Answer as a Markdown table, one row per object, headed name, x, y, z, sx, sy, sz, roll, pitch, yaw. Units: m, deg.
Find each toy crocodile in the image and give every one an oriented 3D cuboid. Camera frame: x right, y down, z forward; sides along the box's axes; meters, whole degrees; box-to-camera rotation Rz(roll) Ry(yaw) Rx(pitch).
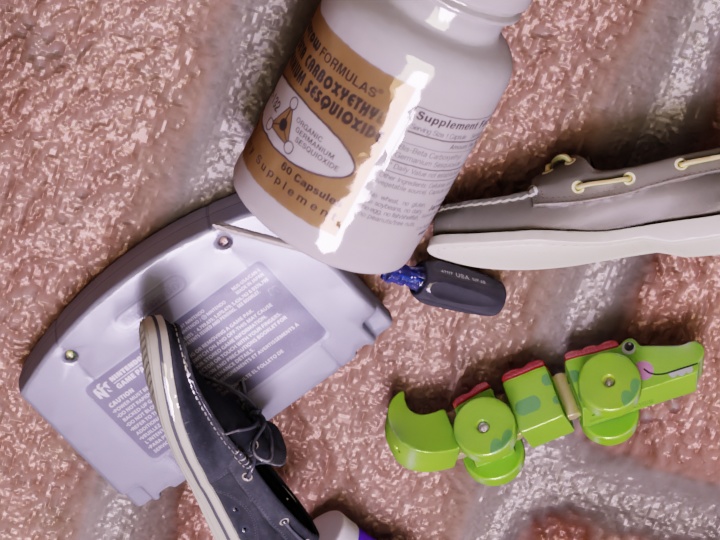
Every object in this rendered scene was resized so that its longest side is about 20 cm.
| name | x | y | z | sx | sy | sz | roll | pitch | yaw |
| --- | --- | --- | --- | --- | --- | --- | --- | --- | --- |
| toy crocodile | 0.113 | 0.080 | 1.799 | 0.200 | 0.062 | 0.068 | -19 | 158 | 2 |

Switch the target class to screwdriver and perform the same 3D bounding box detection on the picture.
| name | x | y | z | sx | sy | sz | roll | pitch | yaw |
| --- | --- | --- | --- | --- | --- | --- | --- | --- | --- |
| screwdriver | 0.000 | 0.000 | 1.731 | 0.200 | 0.028 | 0.029 | 9 | 78 | -31 |

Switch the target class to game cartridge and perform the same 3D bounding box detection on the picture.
| name | x | y | z | sx | sy | sz | roll | pitch | yaw |
| --- | --- | --- | --- | --- | --- | --- | --- | --- | --- |
| game cartridge | -0.098 | 0.041 | 1.767 | 0.200 | 0.041 | 0.133 | -36 | 120 | 13 |

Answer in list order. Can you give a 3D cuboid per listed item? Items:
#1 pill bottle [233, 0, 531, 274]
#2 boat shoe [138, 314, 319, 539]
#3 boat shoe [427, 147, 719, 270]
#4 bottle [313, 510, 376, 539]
| name | x | y | z | sx | sy | sz | roll | pitch | yaw |
| --- | --- | --- | --- | --- | --- | --- | --- | --- | --- |
| pill bottle | 0.020 | -0.108 | 1.653 | 0.114 | 0.114 | 0.200 | 22 | 114 | -17 |
| boat shoe | -0.079 | 0.101 | 1.743 | 0.062 | 0.075 | 0.200 | -23 | 123 | 1 |
| boat shoe | 0.139 | -0.038 | 1.734 | 0.202 | 0.072 | 0.060 | -4 | 79 | 10 |
| bottle | 0.037 | 0.229 | 1.865 | 0.084 | 0.065 | 0.200 | -40 | 115 | 14 |
